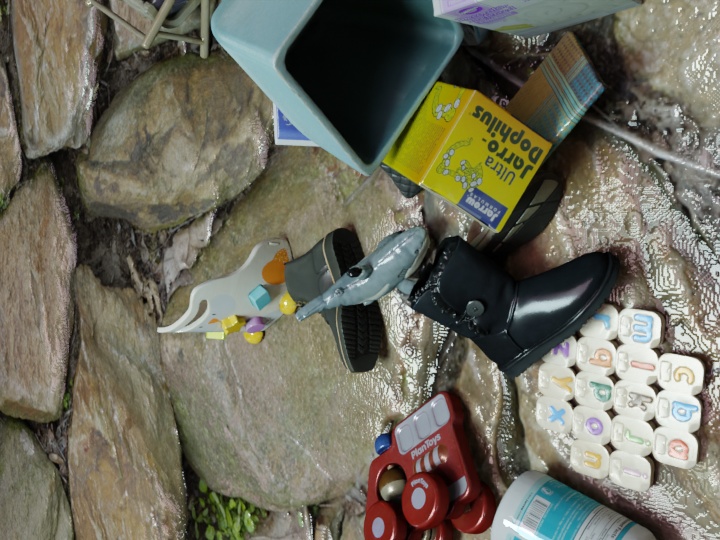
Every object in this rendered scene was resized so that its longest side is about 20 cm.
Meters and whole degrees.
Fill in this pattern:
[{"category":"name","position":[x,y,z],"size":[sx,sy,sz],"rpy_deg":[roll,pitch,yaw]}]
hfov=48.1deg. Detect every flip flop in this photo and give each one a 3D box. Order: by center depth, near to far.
[{"category":"flip flop","position":[0.161,-0.047,0.969],"size":[0.201,0.080,0.058],"rpy_deg":[-54,47,36]}]

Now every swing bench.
[{"category":"swing bench","position":[-0.320,-0.479,1.291],"size":[0.198,0.129,0.203],"rpy_deg":[37,117,32]}]

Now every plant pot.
[{"category":"plant pot","position":[-0.047,-0.259,0.867],"size":[0.199,0.196,0.198],"rpy_deg":[29,81,39]}]

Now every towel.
[{"category":"towel","position":[0.189,-0.158,0.906],"size":[0.201,0.021,0.148],"rpy_deg":[-51,25,30]}]

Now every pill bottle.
[{"category":"pill bottle","position":[0.252,0.315,0.898],"size":[0.198,0.110,0.113],"rpy_deg":[24,110,36]}]

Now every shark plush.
[{"category":"shark plush","position":[0.000,0.000,1.054],"size":[0.197,0.083,0.092],"rpy_deg":[-18,74,6]}]

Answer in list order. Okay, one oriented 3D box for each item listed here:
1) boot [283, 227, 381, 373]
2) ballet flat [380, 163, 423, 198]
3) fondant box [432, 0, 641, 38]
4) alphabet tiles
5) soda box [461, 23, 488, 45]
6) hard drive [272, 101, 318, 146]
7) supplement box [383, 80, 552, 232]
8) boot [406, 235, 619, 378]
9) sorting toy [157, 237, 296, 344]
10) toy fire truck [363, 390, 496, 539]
[{"category":"boot","position":[-0.046,0.058,1.159],"size":[0.137,0.077,0.204],"rpy_deg":[-25,66,43]},{"category":"ballet flat","position":[0.001,-0.162,1.042],"size":[0.198,0.067,0.057],"rpy_deg":[33,117,-3]},{"category":"fondant box","position":[0.183,-0.296,0.832],"size":[0.143,0.198,0.059],"rpy_deg":[-6,91,41]},{"category":"alphabet tiles","position":[0.288,0.140,0.911],"size":[0.194,0.014,0.204],"rpy_deg":[8,100,42]},{"category":"soda box","position":[0.067,-0.323,0.999],"size":[0.198,0.064,0.069],"rpy_deg":[12,146,39]},{"category":"hard drive","position":[-0.010,-0.216,1.002],"size":[0.025,0.196,0.134],"rpy_deg":[129,139,-66]},{"category":"supplement box","position":[0.104,-0.136,0.900],"size":[0.111,0.108,0.200],"rpy_deg":[-59,22,8]},{"category":"boot","position":[0.166,0.015,0.908],"size":[0.167,0.077,0.200],"rpy_deg":[35,123,-10]},{"category":"sorting toy","position":[-0.210,0.052,1.220],"size":[0.200,0.179,0.108],"rpy_deg":[-40,69,36]},{"category":"toy fire truck","position":[0.076,0.276,1.063],"size":[0.200,0.111,0.170],"rpy_deg":[-43,44,34]}]
